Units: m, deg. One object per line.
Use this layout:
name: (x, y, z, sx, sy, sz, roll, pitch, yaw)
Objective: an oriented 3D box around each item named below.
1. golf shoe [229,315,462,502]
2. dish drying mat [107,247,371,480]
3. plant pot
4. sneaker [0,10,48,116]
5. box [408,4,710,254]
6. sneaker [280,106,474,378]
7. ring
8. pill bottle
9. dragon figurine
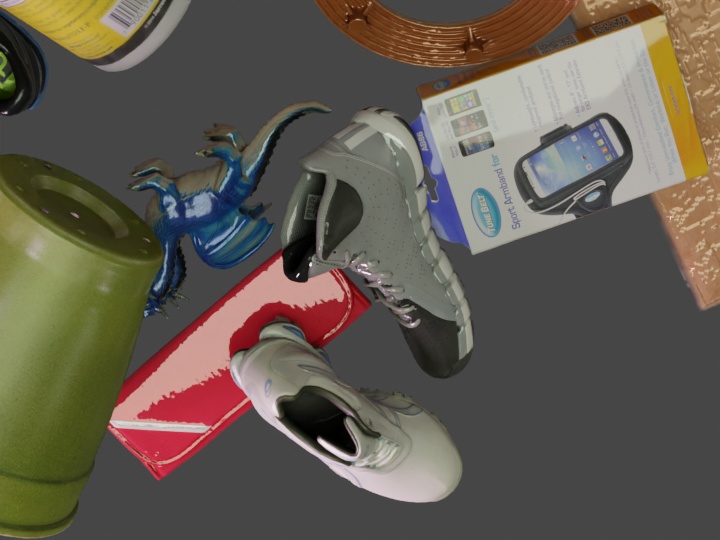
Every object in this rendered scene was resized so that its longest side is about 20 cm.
golf shoe: (-0.004, 0.119, 1.662, 0.199, 0.097, 0.078, 32, 104, -26)
dish drying mat: (-0.090, 0.061, 1.682, 0.200, 0.018, 0.077, -40, 107, 8)
plant pot: (-0.227, 0.037, 1.561, 0.199, 0.201, 0.194, 29, 106, -14)
sneaker: (-0.288, -0.168, 1.553, 0.199, 0.083, 0.071, 34, 102, -15)
box: (0.128, -0.093, 1.641, 0.199, 0.042, 0.120, -18, 109, 4)
sneaker: (0.000, 0.000, 1.616, 0.115, 0.075, 0.201, -31, 112, -32)
ring: (0.056, -0.210, 1.562, 0.199, 0.019, 0.201, 0, 133, 0)
pill bottle: (-0.205, -0.218, 1.501, 0.200, 0.111, 0.111, 33, 104, -34)
dragon figurine: (-0.093, -0.041, 1.626, 0.199, 0.059, 0.100, -28, 109, 5)
